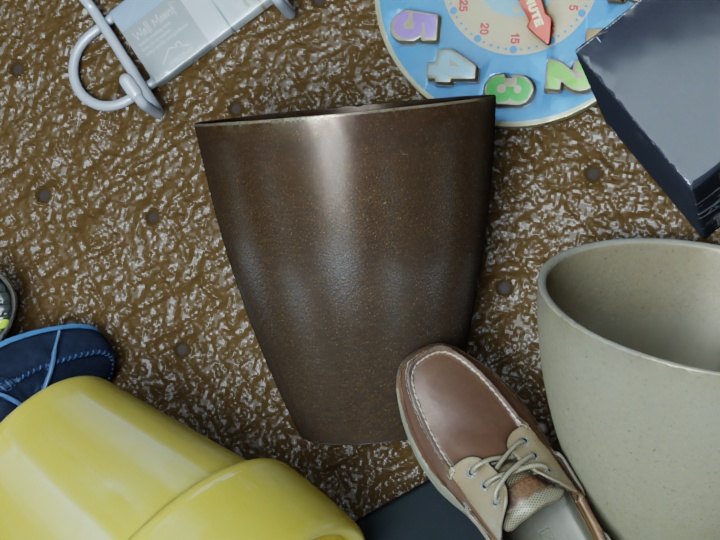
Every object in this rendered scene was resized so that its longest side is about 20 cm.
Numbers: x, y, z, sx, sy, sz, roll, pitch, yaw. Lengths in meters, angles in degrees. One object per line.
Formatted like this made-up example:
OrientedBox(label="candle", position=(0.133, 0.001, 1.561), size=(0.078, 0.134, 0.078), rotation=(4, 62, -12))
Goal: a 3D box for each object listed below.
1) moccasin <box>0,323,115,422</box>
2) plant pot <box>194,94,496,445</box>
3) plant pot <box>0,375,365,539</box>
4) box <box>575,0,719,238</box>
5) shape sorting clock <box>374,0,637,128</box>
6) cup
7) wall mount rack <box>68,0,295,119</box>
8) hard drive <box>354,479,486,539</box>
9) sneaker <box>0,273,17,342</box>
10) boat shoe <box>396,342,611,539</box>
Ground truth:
OrientedBox(label="moccasin", position=(-0.241, 0.103, 1.162), size=(0.199, 0.081, 0.068), rotation=(-27, 48, -24))
OrientedBox(label="plant pot", position=(0.000, 0.000, 1.113), size=(0.186, 0.187, 0.202), rotation=(-4, 96, 13))
OrientedBox(label="plant pot", position=(-0.130, 0.168, 1.042), size=(0.189, 0.201, 0.201), rotation=(37, 92, 23))
OrientedBox(label="box", position=(0.234, -0.125, 1.048), size=(0.182, 0.200, 0.104), rotation=(-39, 76, 6))
OrientedBox(label="shape sorting clock", position=(0.104, -0.192, 1.171), size=(0.198, 0.039, 0.202), rotation=(-2, 82, 13))
OrientedBox(label="cup", position=(0.194, 0.083, 1.051), size=(0.199, 0.200, 0.144), rotation=(11, 113, 15))
OrientedBox(label="wall mount rack", position=(-0.139, -0.208, 1.213), size=(0.200, 0.075, 0.174), rotation=(-36, 76, 6))
OrientedBox(label="hard drive", position=(0.089, 0.209, 1.076), size=(0.139, 0.033, 0.200), rotation=(-27, 61, -16))
OrientedBox(label="sneaker", position=(-0.303, 0.078, 1.214), size=(0.200, 0.076, 0.076), rotation=(-39, 87, 4))
OrientedBox(label="boat shoe", position=(0.092, 0.125, 1.031), size=(0.076, 0.072, 0.200), rotation=(-35, 85, -11))
